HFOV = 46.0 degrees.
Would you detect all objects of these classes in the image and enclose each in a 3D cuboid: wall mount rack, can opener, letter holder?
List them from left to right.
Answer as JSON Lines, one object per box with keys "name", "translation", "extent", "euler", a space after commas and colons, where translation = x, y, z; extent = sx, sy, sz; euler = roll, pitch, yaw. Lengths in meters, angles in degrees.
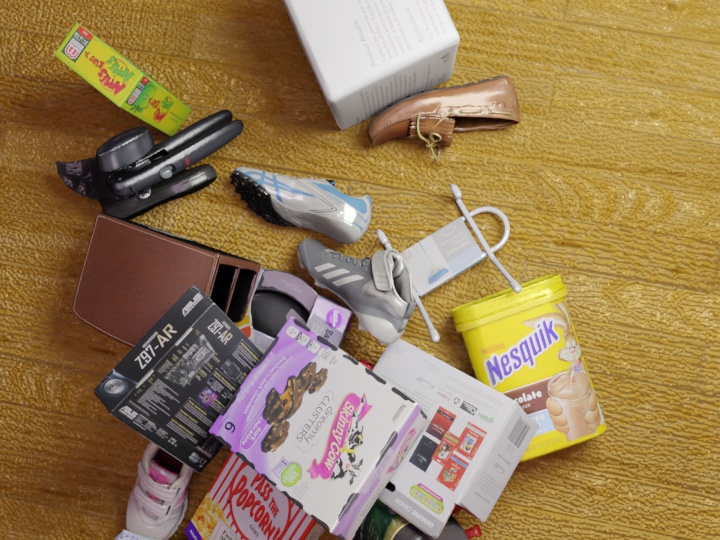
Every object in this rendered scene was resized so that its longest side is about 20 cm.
{"name": "letter holder", "translation": [-0.249, 0.027, 1.073], "extent": [0.197, 0.100, 0.145], "euler": [17, 91, 25]}
{"name": "can opener", "translation": [-0.235, -0.151, 1.078], "extent": [0.198, 0.079, 0.064], "euler": [-26, 61, -25]}
{"name": "wall mount rack", "translation": [0.110, -0.005, 1.069], "extent": [0.198, 0.075, 0.176], "euler": [-31, 66, 4]}

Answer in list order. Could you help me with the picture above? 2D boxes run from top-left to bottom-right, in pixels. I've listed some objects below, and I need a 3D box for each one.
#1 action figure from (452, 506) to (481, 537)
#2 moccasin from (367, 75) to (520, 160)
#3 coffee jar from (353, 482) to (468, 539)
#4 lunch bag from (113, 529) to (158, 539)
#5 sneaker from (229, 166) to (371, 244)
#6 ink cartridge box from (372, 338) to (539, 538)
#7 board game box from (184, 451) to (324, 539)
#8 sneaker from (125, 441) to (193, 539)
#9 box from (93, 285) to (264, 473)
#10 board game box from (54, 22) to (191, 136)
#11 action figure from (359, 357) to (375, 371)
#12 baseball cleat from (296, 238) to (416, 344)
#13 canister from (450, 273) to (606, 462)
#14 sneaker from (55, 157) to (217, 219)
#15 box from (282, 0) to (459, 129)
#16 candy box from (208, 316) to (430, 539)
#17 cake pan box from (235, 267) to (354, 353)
{"name": "action figure", "translation": [0.058, 0.359, 1.090], "extent": [0.198, 0.052, 0.066], "euler": [-29, 80, 9]}
{"name": "moccasin", "translation": [0.107, -0.190, 1.095], "extent": [0.197, 0.074, 0.079], "euler": [-11, 80, -5]}
{"name": "coffee jar", "translation": [0.035, 0.300, 1.022], "extent": [0.103, 0.199, 0.087], "euler": [-4, 111, -34]}
{"name": "lunch bag", "translation": [-0.246, 0.435, 1.037], "extent": [0.126, 0.170, 0.201], "euler": [-35, 105, 4]}
{"name": "sneaker", "translation": [-0.078, -0.095, 1.114], "extent": [0.197, 0.072, 0.073], "euler": [21, 57, 11]}
{"name": "ink cartridge box", "translation": [0.080, 0.204, 1.015], "extent": [0.198, 0.084, 0.177], "euler": [26, 79, 42]}
{"name": "board game box", "translation": [-0.124, 0.307, 1.060], "extent": [0.151, 0.046, 0.202], "euler": [43, 111, 30]}
{"name": "sneaker", "translation": [-0.260, 0.272, 1.106], "extent": [0.080, 0.088, 0.204], "euler": [19, 91, 5]}
{"name": "box", "translation": [-0.191, 0.132, 0.987], "extent": [0.043, 0.201, 0.161], "euler": [35, 78, 35]}
{"name": "board game box", "translation": [-0.290, -0.232, 1.060], "extent": [0.101, 0.200, 0.048], "euler": [38, 92, 4]}
{"name": "action figure", "translation": [-0.038, 0.209, 1.101], "extent": [0.051, 0.065, 0.203], "euler": [28, 90, -3]}
{"name": "baseball cleat", "translation": [0.000, 0.000, 1.066], "extent": [0.200, 0.069, 0.108], "euler": [43, 115, 29]}
{"name": "canister", "translation": [0.214, 0.123, 1.071], "extent": [0.146, 0.087, 0.204], "euler": [-19, 89, 5]}
{"name": "sneaker", "translation": [-0.297, -0.132, 1.130], "extent": [0.197, 0.060, 0.106], "euler": [-22, 92, 7]}
{"name": "box", "translation": [0.004, -0.309, 1.037], "extent": [0.169, 0.200, 0.202], "euler": [-24, 88, 2]}
{"name": "candy box", "translation": [-0.047, 0.179, 0.978], "extent": [0.198, 0.072, 0.169], "euler": [30, 78, 28]}
{"name": "cake pan box", "translation": [-0.122, 0.101, 1.117], "extent": [0.181, 0.052, 0.203], "euler": [24, 91, 3]}
